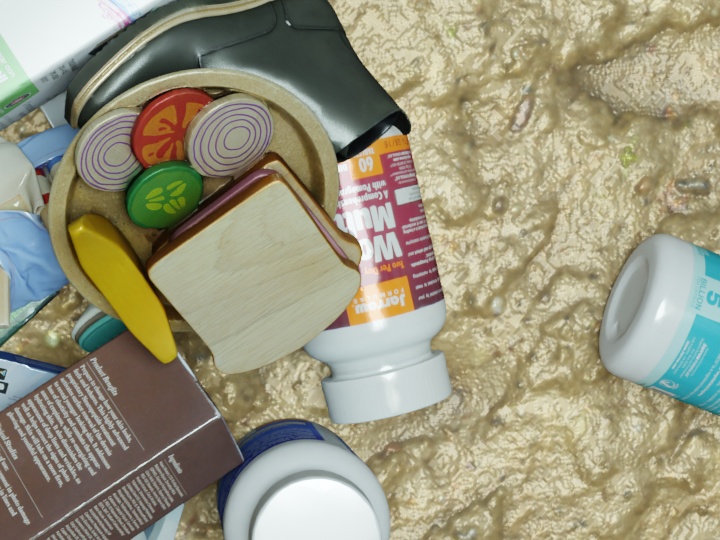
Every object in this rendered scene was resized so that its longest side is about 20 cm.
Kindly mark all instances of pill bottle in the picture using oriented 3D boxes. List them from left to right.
[{"bbox_3d":[-0.040,0.166,1.006,0.111,0.200,0.113,0,91,-7],"label":"pill bottle"},{"bbox_3d":[0.000,0.000,1.053,0.109,0.110,0.201,-13,93,-7],"label":"pill bottle"},{"bbox_3d":[0.285,0.056,1.091,0.199,0.111,0.111,21,89,-8],"label":"pill bottle"}]

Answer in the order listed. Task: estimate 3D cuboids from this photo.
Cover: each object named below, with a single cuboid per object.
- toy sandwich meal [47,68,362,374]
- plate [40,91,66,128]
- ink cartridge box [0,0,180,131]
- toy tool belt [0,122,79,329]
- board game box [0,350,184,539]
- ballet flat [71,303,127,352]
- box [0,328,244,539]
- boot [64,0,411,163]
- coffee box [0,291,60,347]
[{"bbox_3d":[-0.092,-0.025,0.910,0.204,0.070,0.206,-10,125,-15],"label":"toy sandwich meal"},{"bbox_3d":[-0.149,-0.172,1.069,0.199,0.032,0.200,-32,94,-5],"label":"plate"},{"bbox_3d":[-0.185,-0.180,0.975,0.199,0.145,0.084,-33,96,-6],"label":"ink cartridge box"},{"bbox_3d":[-0.182,-0.035,0.986,0.199,0.125,0.123,-25,52,-15],"label":"toy tool belt"},{"bbox_3d":[-0.227,0.167,1.039,0.199,0.043,0.200,17,92,-19],"label":"board game box"},{"bbox_3d":[-0.125,-0.006,1.041,0.199,0.069,0.070,-27,95,28],"label":"ballet flat"},{"bbox_3d":[-0.188,0.130,0.963,0.199,0.075,0.100,-34,56,-10],"label":"box"},{"bbox_3d":[-0.074,-0.107,0.952,0.199,0.078,0.139,-33,78,-23],"label":"boot"},{"bbox_3d":[-0.325,-0.016,1.044,0.123,0.044,0.200,-42,96,-4],"label":"coffee box"}]
